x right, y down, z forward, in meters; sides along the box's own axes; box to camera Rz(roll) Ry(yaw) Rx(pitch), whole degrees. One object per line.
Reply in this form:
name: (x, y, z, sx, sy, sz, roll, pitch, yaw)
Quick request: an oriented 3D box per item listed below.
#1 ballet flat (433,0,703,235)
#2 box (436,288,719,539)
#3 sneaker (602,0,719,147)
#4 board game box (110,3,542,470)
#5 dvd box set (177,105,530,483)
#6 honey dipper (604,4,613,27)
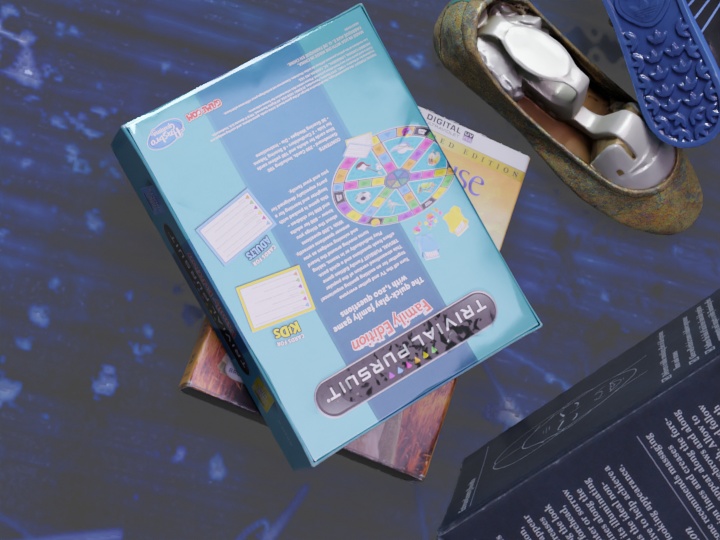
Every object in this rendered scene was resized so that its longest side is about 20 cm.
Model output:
ballet flat: (0.129, -0.092, 0.984, 0.200, 0.071, 0.071, 39, 71, -8)
box: (0.154, 0.106, 0.869, 0.200, 0.148, 0.107, -34, 92, 13)
sneaker: (0.171, -0.173, 0.958, 0.078, 0.070, 0.201, -47, 126, -59)
board game box: (-0.018, -0.018, 0.900, 0.151, 0.047, 0.201, -29, 90, -19)
dvd box set: (0.000, 0.000, 0.945, 0.146, 0.029, 0.201, 24, 74, -12)
honey dipper: (0.150, -0.249, 1.038, 0.038, 0.038, 0.201, -7, 78, -18)
